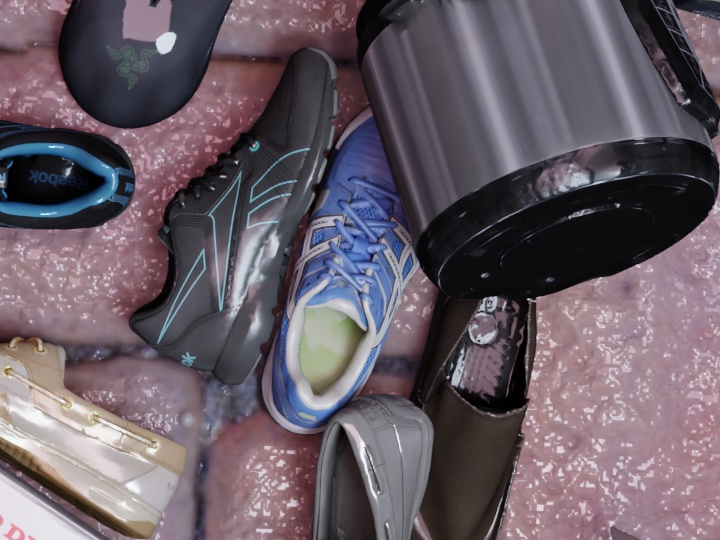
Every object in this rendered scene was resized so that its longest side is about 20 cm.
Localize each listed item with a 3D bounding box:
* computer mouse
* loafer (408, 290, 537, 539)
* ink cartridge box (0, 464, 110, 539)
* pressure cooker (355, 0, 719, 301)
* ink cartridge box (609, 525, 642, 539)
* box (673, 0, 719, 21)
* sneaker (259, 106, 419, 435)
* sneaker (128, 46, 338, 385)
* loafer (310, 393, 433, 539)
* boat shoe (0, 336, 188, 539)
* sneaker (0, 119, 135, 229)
[{"bbox_3d":[-0.115,-0.180,1.336,0.138,0.053,0.200,16,89,-9],"label":"computer mouse"},{"bbox_3d":[0.060,0.087,1.354,0.073,0.071,0.200,7,90,-8],"label":"loafer"},{"bbox_3d":[-0.243,0.201,1.307,0.146,0.084,0.200,36,85,-6],"label":"ink cartridge box"},{"bbox_3d":[0.089,-0.102,1.280,0.179,0.176,0.200,-3,66,-32],"label":"pressure cooker"},{"bbox_3d":[0.206,0.246,1.331,0.057,0.163,0.200,-11,92,-9],"label":"ink cartridge box"},{"bbox_3d":[0.279,-0.234,1.360,0.132,0.115,0.200,16,90,-9],"label":"box"},{"bbox_3d":[0.000,0.000,1.342,0.076,0.077,0.200,15,87,-6],"label":"sneaker"},{"bbox_3d":[-0.068,-0.037,1.334,0.079,0.075,0.200,19,88,-5],"label":"sneaker"},{"bbox_3d":[-0.005,0.169,1.332,0.070,0.070,0.200,-7,104,-47],"label":"loafer"},{"bbox_3d":[-0.187,0.073,1.326,0.200,0.074,0.069,35,74,-8],"label":"boat shoe"},{"bbox_3d":[-0.225,-0.060,1.308,0.200,0.082,0.073,1,93,-7],"label":"sneaker"}]
